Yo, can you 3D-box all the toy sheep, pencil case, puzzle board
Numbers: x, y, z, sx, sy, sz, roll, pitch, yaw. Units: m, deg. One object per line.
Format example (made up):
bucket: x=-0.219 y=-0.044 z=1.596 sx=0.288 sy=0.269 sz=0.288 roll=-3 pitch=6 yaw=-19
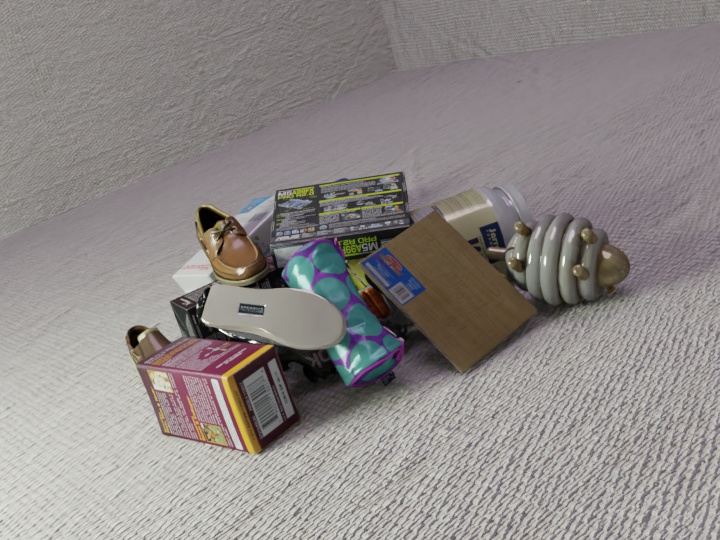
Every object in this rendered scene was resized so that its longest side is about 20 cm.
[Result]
toy sheep: x=0.263 y=-0.017 z=1.292 sx=0.199 sy=0.138 sz=0.138 roll=13 pitch=31 yaw=28
pencil case: x=-0.022 y=0.054 z=1.237 sx=0.092 sy=0.200 sz=0.085 roll=-30 pitch=-26 yaw=-8
puzzle board: x=0.114 y=0.025 z=1.263 sx=0.151 sy=0.200 sz=0.017 roll=-35 pitch=-19 yaw=-30

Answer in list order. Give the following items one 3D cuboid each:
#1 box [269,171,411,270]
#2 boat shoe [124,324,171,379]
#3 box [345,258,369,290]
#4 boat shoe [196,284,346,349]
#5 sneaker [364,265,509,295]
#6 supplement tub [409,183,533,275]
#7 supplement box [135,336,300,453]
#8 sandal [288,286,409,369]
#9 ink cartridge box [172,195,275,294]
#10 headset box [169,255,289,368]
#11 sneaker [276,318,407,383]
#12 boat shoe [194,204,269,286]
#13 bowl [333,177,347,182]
box: x=-0.027 y=-0.074 z=1.387 sx=0.199 sy=0.044 sz=0.160 roll=-8 pitch=33 yaw=3
boat shoe: x=-0.326 y=0.129 z=1.506 sx=0.075 sy=0.075 sz=0.202 roll=-27 pitch=20 yaw=-27
box: x=0.000 y=0.000 z=1.484 sx=0.075 sy=0.050 sz=0.200 roll=-42 pitch=0 yaw=-14
boat shoe: x=-0.101 y=0.063 z=1.216 sx=0.199 sy=0.075 sz=0.093 roll=12 pitch=-13 yaw=21
sneaker: x=0.107 y=0.004 z=1.337 sx=0.199 sy=0.083 sz=0.072 roll=13 pitch=19 yaw=-6
supplement tub: x=0.152 y=-0.042 z=1.453 sx=0.199 sy=0.145 sz=0.145 roll=-21 pitch=18 yaw=-9
supplement box: x=-0.185 y=0.156 z=1.233 sx=0.200 sy=0.111 sz=0.086 roll=1 pitch=25 yaw=44
sandal: x=-0.026 y=0.072 z=1.387 sx=0.206 sy=0.079 sz=0.059 roll=-24 pitch=21 yaw=-13
ink cartridge box: x=-0.163 y=-0.002 z=1.528 sx=0.200 sy=0.146 sz=0.147 roll=-46 pitch=22 yaw=-24
headset box: x=-0.151 y=0.075 z=1.381 sx=0.200 sy=0.149 sz=0.077 roll=-27 pitch=21 yaw=-25
sneaker: x=-0.035 y=0.106 z=1.313 sx=0.200 sy=0.098 sz=0.071 roll=3 pitch=-2 yaw=-13
boat shoe: x=-0.194 y=-0.039 z=1.370 sx=0.072 sy=0.068 sz=0.200 roll=-30 pitch=31 yaw=-19
bowl: x=-0.090 y=-0.104 z=1.898 sx=0.200 sy=0.039 sz=0.201 roll=-39 pitch=-6 yaw=-5
